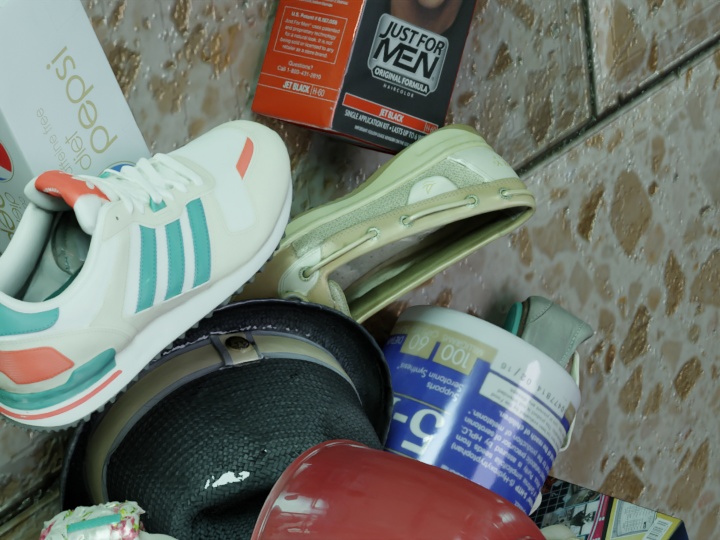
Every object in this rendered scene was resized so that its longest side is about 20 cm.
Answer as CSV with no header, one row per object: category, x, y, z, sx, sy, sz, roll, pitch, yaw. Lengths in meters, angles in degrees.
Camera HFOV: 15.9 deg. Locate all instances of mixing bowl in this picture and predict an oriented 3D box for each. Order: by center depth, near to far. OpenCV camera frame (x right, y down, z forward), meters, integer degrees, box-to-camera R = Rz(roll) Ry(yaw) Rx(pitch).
mixing bowl,0.038,0.180,1.259,0.200,0.108,0.202,14,73,-59

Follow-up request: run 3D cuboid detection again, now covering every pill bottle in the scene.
pill bottle,0.035,0.133,1.485,0.120,0.119,0.201,44,67,-49

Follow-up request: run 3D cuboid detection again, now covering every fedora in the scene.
fedora,-0.053,0.111,1.342,0.200,0.092,0.202,-18,129,-24

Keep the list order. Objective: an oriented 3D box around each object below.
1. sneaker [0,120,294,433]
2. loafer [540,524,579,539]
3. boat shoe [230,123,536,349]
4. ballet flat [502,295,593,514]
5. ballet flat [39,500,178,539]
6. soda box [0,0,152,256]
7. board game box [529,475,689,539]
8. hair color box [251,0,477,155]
sneaker,-0.105,-0.019,1.193,0.200,0.070,0.094,-45,139,-28
loafer,0.110,0.185,1.454,0.076,0.068,0.200,-70,163,11
boat shoe,0.001,0.001,1.396,0.200,0.063,0.073,-34,147,-13
ballet flat,0.092,0.114,1.585,0.067,0.063,0.201,142,-29,-76
ballet flat,-0.086,0.176,1.273,0.200,0.064,0.076,48,22,-48
soda box,-0.149,-0.058,1.235,0.068,0.063,0.201,-49,136,-29
board game box,0.094,0.214,1.575,0.200,0.135,0.035,-49,137,-29
hair color box,0.016,-0.168,1.407,0.101,0.061,0.201,13,91,-53
